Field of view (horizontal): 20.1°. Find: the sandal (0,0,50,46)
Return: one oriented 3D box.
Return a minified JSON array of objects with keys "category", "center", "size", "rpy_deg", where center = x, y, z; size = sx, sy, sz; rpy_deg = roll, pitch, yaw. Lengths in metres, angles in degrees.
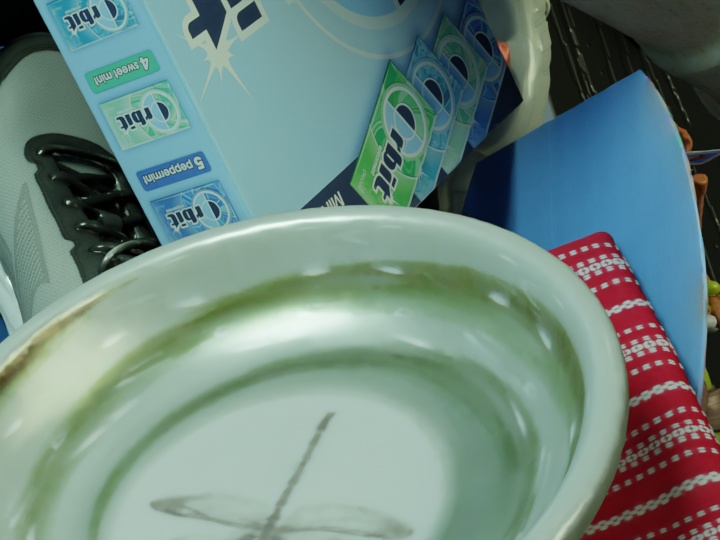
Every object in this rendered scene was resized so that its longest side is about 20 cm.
[{"category":"sandal","center":[-0.146,-0.111,0.711],"size":[0.048,0.076,0.200],"rpy_deg":[35,36,18]}]

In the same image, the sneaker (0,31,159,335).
[{"category":"sneaker","center":[-0.087,0.004,0.678],"size":[0.074,0.079,0.201],"rpy_deg":[11,55,-39]}]

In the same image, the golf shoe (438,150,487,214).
[{"category":"golf shoe","center":[0.080,0.007,0.836],"size":[0.075,0.091,0.201],"rpy_deg":[24,46,-31]}]

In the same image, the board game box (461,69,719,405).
[{"category":"board game box","center":[0.085,0.025,0.709],"size":[0.039,0.200,0.159],"rpy_deg":[3,78,-20]}]

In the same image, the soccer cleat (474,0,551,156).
[{"category":"soccer cleat","center":[0.060,-0.122,0.906],"size":[0.077,0.069,0.200],"rpy_deg":[20,36,-30]}]

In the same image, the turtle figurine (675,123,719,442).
[{"category":"turtle figurine","center":[0.132,0.020,0.887],"size":[0.200,0.064,0.162],"rpy_deg":[48,30,-67]}]

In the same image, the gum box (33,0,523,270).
[{"category":"gum box","center":[-0.036,-0.105,0.675],"size":[0.170,0.044,0.201],"rpy_deg":[-46,114,-49]}]

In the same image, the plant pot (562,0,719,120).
[{"category":"plant pot","center":[0.080,-0.166,0.643],"size":[0.183,0.201,0.201],"rpy_deg":[17,50,-18]}]

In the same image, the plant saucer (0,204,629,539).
[{"category":"plant saucer","center":[-0.024,0.059,0.546],"size":[0.200,0.199,0.050],"rpy_deg":[-66,148,-47]}]

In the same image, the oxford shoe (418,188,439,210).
[{"category":"oxford shoe","center":[0.000,0.000,0.787],"size":[0.200,0.072,0.085],"rpy_deg":[-85,165,-53]}]

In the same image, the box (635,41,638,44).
[{"category":"box","center":[0.144,-0.265,1.069],"size":[0.200,0.122,0.193],"rpy_deg":[44,40,-14]}]

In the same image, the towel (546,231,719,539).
[{"category":"towel","center":[0.031,0.063,0.580],"size":[0.200,0.144,0.023],"rpy_deg":[-107,179,-55]}]
